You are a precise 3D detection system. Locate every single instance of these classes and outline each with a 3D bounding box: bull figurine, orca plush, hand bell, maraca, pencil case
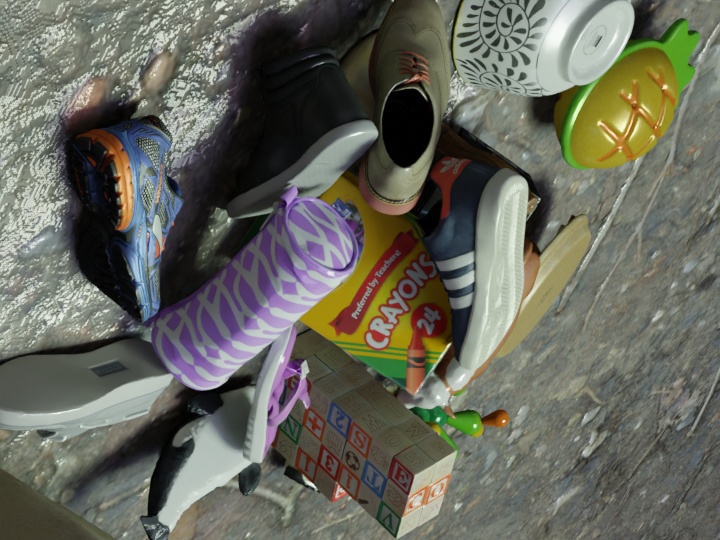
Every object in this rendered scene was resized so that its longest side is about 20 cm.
[{"bbox_3d":[0.105,0.055,1.694,0.200,0.065,0.121,-54,-170,-1],"label":"bull figurine"},{"bbox_3d":[-0.153,0.184,1.632,0.105,0.071,0.201,42,54,-27],"label":"orca plush"},{"bbox_3d":[0.074,-0.109,1.480,0.104,0.200,0.104,-35,148,-26],"label":"hand bell"},{"bbox_3d":[0.272,-0.176,1.770,0.200,0.107,0.138,-33,145,-28],"label":"maraca"},{"bbox_3d":[-0.089,0.018,1.447,0.200,0.085,0.084,-42,-168,31],"label":"pencil case"}]

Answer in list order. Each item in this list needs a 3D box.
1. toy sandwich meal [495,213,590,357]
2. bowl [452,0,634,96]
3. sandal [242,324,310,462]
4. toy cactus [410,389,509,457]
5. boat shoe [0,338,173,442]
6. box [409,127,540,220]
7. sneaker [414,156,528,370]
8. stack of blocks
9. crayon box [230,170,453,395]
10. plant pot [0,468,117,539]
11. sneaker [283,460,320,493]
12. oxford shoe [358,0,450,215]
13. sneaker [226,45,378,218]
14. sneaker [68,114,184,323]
[{"bbox_3d":[0.162,0.012,1.849,0.205,0.070,0.205,-50,167,-16],"label":"toy sandwich meal"},{"bbox_3d":[0.187,-0.231,1.604,0.200,0.094,0.201,-35,148,-26],"label":"bowl"},{"bbox_3d":[-0.067,0.105,1.558,0.203,0.049,0.083,107,-2,-58],"label":"sandal"},{"bbox_3d":[0.072,0.130,1.817,0.200,0.102,0.166,-44,117,-52],"label":"toy cactus"},{"bbox_3d":[-0.237,0.106,1.446,0.200,0.072,0.069,-20,140,-56],"label":"boat shoe"},{"bbox_3d":[0.072,-0.019,1.624,0.201,0.086,0.164,-55,-176,9],"label":"box"},{"bbox_3d":[0.085,-0.010,1.452,0.075,0.084,0.201,-41,146,-43],"label":"sneaker"},{"bbox_3d":[-0.007,0.163,1.683,0.058,0.200,0.116,-25,142,-37],"label":"stack of blocks"},{"bbox_3d":[0.000,0.000,1.518,0.127,0.199,0.051,-56,-174,10],"label":"crayon box"},{"bbox_3d":[-0.283,0.275,1.453,0.200,0.177,0.200,-46,151,-5],"label":"plant pot"},{"bbox_3d":[-0.005,0.172,1.852,0.199,0.070,0.094,-6,111,-49],"label":"sneaker"},{"bbox_3d":[0.044,-0.147,1.416,0.070,0.201,0.075,9,155,-9],"label":"oxford shoe"},{"bbox_3d":[-0.060,-0.114,1.428,0.070,0.100,0.200,-11,165,-35],"label":"sneaker"},{"bbox_3d":[-0.169,-0.037,1.361,0.078,0.075,0.201,-35,150,-30],"label":"sneaker"}]
